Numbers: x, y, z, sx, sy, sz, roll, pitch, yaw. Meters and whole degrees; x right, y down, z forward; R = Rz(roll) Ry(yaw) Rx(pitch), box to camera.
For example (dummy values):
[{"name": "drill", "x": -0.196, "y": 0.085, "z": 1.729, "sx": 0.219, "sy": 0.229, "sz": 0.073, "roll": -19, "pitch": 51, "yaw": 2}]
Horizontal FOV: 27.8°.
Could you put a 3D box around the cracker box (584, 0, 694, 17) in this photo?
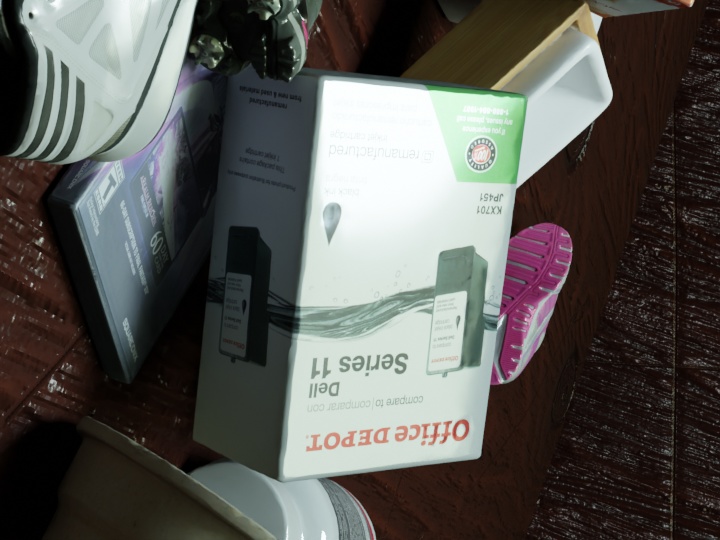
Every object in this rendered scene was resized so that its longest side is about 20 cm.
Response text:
[{"name": "cracker box", "x": 0.127, "y": -0.210, "z": 0.894, "sx": 0.200, "sy": 0.133, "sz": 0.058, "roll": -124, "pitch": -122, "yaw": -81}]

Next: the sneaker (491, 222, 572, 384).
[{"name": "sneaker", "x": 0.179, "y": 0.040, "z": 1.651, "sx": 0.201, "sy": 0.081, "sz": 0.088, "roll": -61, "pitch": 164, "yaw": -8}]

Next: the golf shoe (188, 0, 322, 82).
[{"name": "golf shoe", "x": -0.049, "y": -0.181, "z": 0.639, "sx": 0.201, "sy": 0.076, "sz": 0.089, "roll": 93, "pitch": 17, "yaw": -47}]

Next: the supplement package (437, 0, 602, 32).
[{"name": "supplement package", "x": 0.140, "y": -0.280, "z": 1.076, "sx": 0.120, "sy": 0.120, "sz": 0.202, "roll": 30, "pitch": 78, "yaw": -74}]

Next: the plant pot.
[{"name": "plant pot", "x": -0.107, "y": 0.204, "z": 0.696, "sx": 0.184, "sy": 0.199, "sz": 0.201, "roll": -54, "pitch": 160, "yaw": -15}]

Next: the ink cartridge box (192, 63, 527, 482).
[{"name": "ink cartridge box", "x": 0.000, "y": 0.000, "z": 0.760, "sx": 0.145, "sy": 0.083, "sz": 0.203, "roll": -1, "pitch": 102, "yaw": -39}]

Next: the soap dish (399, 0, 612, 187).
[{"name": "soap dish", "x": 0.077, "y": -0.104, "z": 1.006, "sx": 0.200, "sy": 0.081, "sz": 0.157, "roll": -42, "pitch": 163, "yaw": 5}]

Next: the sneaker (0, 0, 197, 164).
[{"name": "sneaker", "x": -0.095, "y": -0.131, "z": 0.529, "sx": 0.115, "sy": 0.075, "sz": 0.203, "roll": -29, "pitch": 137, "yaw": -70}]

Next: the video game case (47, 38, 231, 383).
[{"name": "video game case", "x": -0.087, "y": -0.061, "z": 0.738, "sx": 0.144, "sy": 0.019, "sz": 0.201, "roll": 86, "pitch": 28, "yaw": -54}]

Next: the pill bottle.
[{"name": "pill bottle", "x": -0.059, "y": 0.174, "z": 0.919, "sx": 0.200, "sy": 0.110, "sz": 0.112, "roll": 51, "pitch": 58, "yaw": -72}]
